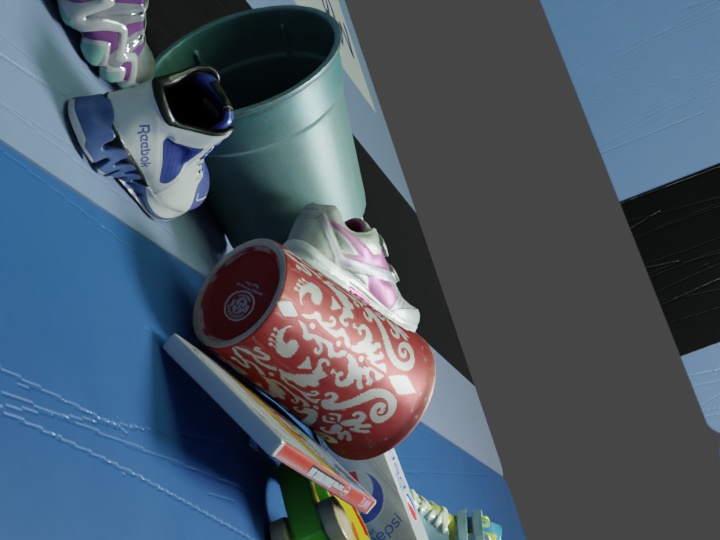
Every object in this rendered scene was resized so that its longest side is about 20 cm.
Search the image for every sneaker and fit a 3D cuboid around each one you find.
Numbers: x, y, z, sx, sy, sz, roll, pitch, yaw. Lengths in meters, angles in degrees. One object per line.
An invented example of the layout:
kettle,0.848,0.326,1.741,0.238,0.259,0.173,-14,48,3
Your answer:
sneaker,0.000,0.000,1.322,0.200,0.081,0.088,39,65,-48
sneaker,0.085,0.280,1.564,0.080,0.130,0.200,-78,145,-70
sneaker,-0.186,-0.242,1.165,0.200,0.140,0.078,54,18,-54
sneaker,-0.150,-0.109,1.159,0.199,0.115,0.081,40,31,-70

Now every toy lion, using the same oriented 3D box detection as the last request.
toy lion,-0.025,0.244,1.282,0.192,0.069,0.200,-109,172,-56

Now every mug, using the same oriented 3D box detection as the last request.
mug,-0.060,0.074,1.229,0.200,0.177,0.134,39,45,-40

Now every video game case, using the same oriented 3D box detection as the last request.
video game case,-0.072,0.131,1.143,0.143,0.017,0.200,40,-3,32

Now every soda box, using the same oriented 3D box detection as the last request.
soda box,0.013,0.230,1.472,0.068,0.063,0.200,-25,94,-81

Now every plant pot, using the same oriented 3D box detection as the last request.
plant pot,-0.088,-0.126,1.353,0.200,0.200,0.196,-98,171,-53
